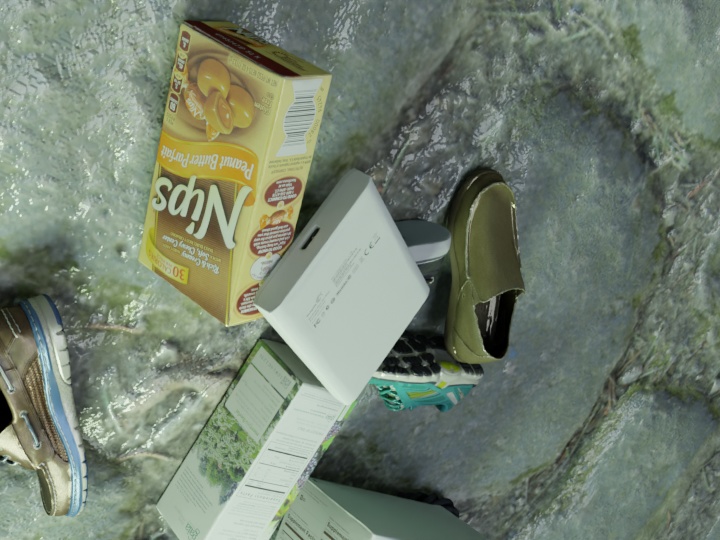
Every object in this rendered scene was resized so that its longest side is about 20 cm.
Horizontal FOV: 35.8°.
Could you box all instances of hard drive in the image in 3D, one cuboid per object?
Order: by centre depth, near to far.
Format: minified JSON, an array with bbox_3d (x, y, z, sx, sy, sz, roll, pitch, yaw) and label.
[{"bbox_3d":[-0.008,0.020,0.923,0.132,0.026,0.200,-54,151,-13],"label":"hard drive"}]

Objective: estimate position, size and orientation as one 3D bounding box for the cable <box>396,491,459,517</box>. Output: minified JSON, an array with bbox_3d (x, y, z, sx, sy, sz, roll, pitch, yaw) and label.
[{"bbox_3d":[0.058,0.338,1.311,0.163,0.051,0.201,-22,129,-25],"label":"cable"}]

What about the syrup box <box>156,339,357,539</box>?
[{"bbox_3d":[-0.099,0.173,1.047,0.081,0.079,0.200,22,103,-46],"label":"syrup box"}]

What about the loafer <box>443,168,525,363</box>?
[{"bbox_3d":[0.130,0.001,1.103,0.076,0.067,0.201,-11,110,-35],"label":"loafer"}]

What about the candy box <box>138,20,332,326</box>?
[{"bbox_3d":[-0.099,-0.074,0.843,0.055,0.115,0.201,-12,126,-47],"label":"candy box"}]

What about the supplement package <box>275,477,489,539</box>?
[{"bbox_3d":[0.033,0.305,1.151,0.199,0.156,0.111,19,92,-33],"label":"supplement package"}]

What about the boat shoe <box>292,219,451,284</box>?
[{"bbox_3d":[0.000,0.000,1.022,0.199,0.070,0.067,-14,126,-42],"label":"boat shoe"}]

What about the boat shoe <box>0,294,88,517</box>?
[{"bbox_3d":[-0.266,0.115,0.884,0.072,0.072,0.201,-15,118,-25],"label":"boat shoe"}]

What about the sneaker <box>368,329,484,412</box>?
[{"bbox_3d":[0.047,0.111,1.132,0.200,0.078,0.080,16,117,-45],"label":"sneaker"}]
